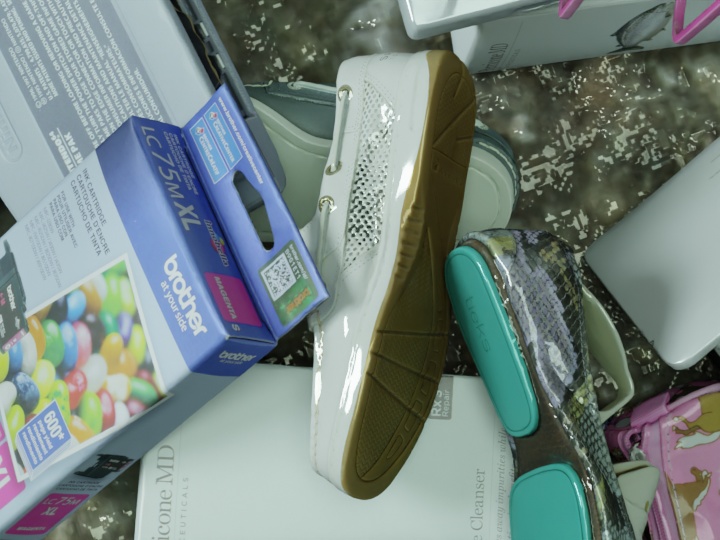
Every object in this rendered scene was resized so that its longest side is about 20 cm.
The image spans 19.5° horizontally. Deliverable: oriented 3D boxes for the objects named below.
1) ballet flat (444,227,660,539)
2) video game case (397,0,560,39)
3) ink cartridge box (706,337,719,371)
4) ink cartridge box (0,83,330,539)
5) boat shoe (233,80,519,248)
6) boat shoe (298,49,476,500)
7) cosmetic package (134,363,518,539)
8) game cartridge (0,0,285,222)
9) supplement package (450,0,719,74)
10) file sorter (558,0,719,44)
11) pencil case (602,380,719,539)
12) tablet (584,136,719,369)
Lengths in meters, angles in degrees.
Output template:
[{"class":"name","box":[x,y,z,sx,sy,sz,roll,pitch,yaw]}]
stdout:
[{"class":"ballet flat","box":[0.094,0.075,0.906,0.072,0.072,0.201,-13,85,-4]},{"class":"video game case","box":[0.083,-0.218,0.914,0.182,0.023,0.201,-15,83,-5]},{"class":"ink cartridge box","box":[0.261,0.013,0.937,0.200,0.037,0.095,-36,86,-3]},{"class":"ink cartridge box","box":[-0.112,0.019,0.927,0.200,0.042,0.120,-38,63,26]},{"class":"boat shoe","box":[-0.021,-0.056,1.002,0.199,0.062,0.073,10,120,10]},{"class":"boat shoe","box":[0.000,0.000,0.924,0.069,0.071,0.201,5,75,26]},{"class":"cosmetic package","box":[-0.003,0.102,0.968,0.199,0.081,0.113,2,82,-4]},{"class":"game cartridge","box":[-0.130,-0.095,0.973,0.133,0.041,0.200,-28,86,25]},{"class":"supplement package","box":[0.139,-0.170,0.981,0.199,0.117,0.118,-8,84,-3]},{"class":"file sorter","box":[0.101,-0.167,0.831,0.199,0.139,0.126,13,86,-2]},{"class":"pencil case","box":[0.170,0.151,0.972,0.086,0.083,0.201,-14,86,-4]},{"class":"tablet","box":[0.196,-0.046,0.956,0.200,0.130,0.014,-42,117,6]}]
